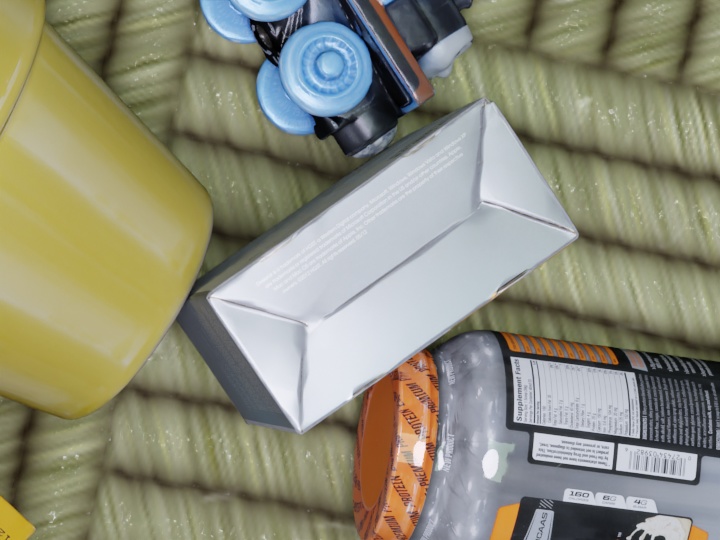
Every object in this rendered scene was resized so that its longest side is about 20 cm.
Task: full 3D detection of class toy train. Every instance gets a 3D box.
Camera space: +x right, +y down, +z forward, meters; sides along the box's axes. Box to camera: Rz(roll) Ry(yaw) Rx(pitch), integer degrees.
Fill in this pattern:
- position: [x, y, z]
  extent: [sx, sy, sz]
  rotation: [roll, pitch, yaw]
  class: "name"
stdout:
- position: [-0.024, -0.156, 1.384]
  extent: [0.114, 0.087, 0.201]
  rotation: [-34, 92, -14]
  class: "toy train"

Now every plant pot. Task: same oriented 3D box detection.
- position: [-0.178, -0.032, 1.311]
  extent: [0.188, 0.201, 0.201]
  rotation: [34, 84, -21]
  class: "plant pot"

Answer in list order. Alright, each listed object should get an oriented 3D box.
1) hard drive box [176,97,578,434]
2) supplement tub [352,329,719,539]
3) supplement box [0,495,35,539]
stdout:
- position: [0.000, 0.000, 1.325]
  extent: [0.155, 0.200, 0.077]
  rotation: [-35, 94, -7]
  class: "hard drive box"
- position: [0.103, 0.096, 1.374]
  extent: [0.199, 0.123, 0.123]
  rotation: [8, 87, -11]
  class: "supplement tub"
- position: [-0.276, 0.156, 1.259]
  extent: [0.133, 0.197, 0.200]
  rotation: [43, 68, -5]
  class: "supplement box"
